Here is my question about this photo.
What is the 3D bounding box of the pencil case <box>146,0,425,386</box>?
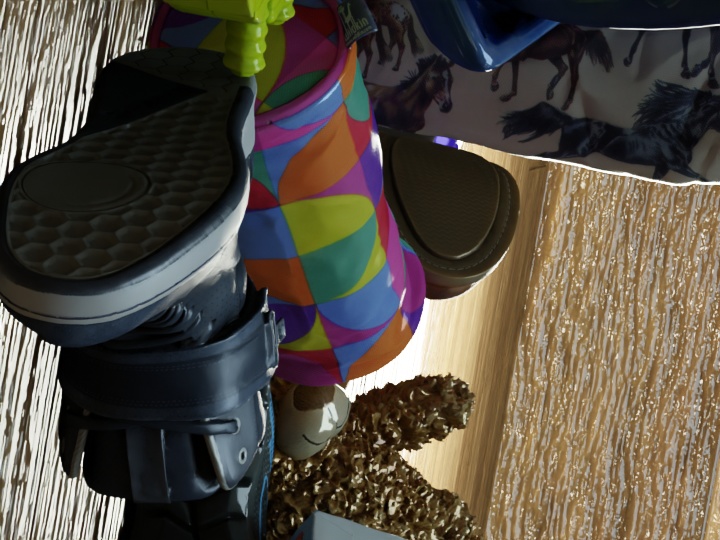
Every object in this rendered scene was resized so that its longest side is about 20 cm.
[{"bbox_3d":[-0.026,-0.036,1.093,0.200,0.088,0.089,77,24,-55],"label":"pencil case"}]

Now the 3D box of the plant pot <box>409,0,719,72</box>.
[{"bbox_3d":[0.098,-0.195,1.062,0.200,0.179,0.200,-40,109,-52],"label":"plant pot"}]

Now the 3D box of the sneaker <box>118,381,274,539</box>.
[{"bbox_3d":[-0.065,0.121,1.121,0.082,0.073,0.201,66,35,-76],"label":"sneaker"}]

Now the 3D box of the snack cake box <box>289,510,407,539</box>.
[{"bbox_3d":[-0.012,0.188,1.160,0.200,0.115,0.067,127,-25,-47],"label":"snack cake box"}]

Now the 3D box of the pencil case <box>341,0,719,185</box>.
[{"bbox_3d":[0.074,-0.088,1.169,0.090,0.199,0.078,-78,177,-50],"label":"pencil case"}]

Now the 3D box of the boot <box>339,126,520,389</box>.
[{"bbox_3d":[0.000,0.000,1.288,0.156,0.076,0.200,-65,-154,25],"label":"boot"}]

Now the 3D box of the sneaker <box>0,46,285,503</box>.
[{"bbox_3d":[-0.072,0.024,0.922,0.202,0.077,0.147,-64,160,-68],"label":"sneaker"}]

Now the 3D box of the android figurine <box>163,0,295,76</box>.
[{"bbox_3d":[-0.031,-0.165,0.930,0.182,0.041,0.201,-66,163,-62],"label":"android figurine"}]

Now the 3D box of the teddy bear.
[{"bbox_3d":[0.001,0.109,1.221,0.067,0.145,0.201,10,-59,66],"label":"teddy bear"}]

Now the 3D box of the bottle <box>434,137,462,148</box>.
[{"bbox_3d":[0.025,-0.142,1.420,0.065,0.083,0.201,74,26,-74],"label":"bottle"}]
